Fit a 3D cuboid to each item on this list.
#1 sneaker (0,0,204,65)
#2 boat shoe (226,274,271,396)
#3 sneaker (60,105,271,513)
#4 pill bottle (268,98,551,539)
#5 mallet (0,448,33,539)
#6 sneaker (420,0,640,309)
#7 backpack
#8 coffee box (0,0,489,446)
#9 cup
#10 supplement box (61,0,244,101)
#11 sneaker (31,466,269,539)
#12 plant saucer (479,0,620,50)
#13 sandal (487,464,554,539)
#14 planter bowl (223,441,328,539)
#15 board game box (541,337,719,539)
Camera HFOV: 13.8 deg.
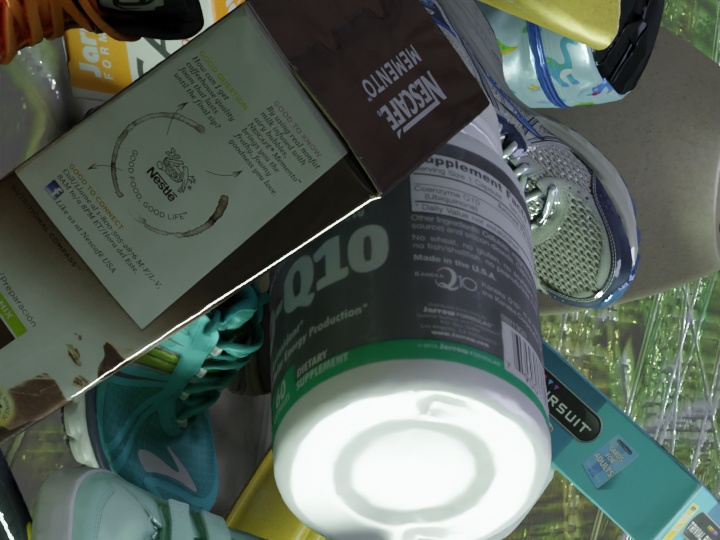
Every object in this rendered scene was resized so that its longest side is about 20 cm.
[{"bbox_3d":[-0.119,-0.095,1.001,0.200,0.112,0.078,-60,151,-45],"label":"sneaker"},{"bbox_3d":[0.000,0.000,1.434,0.200,0.073,0.075,-57,150,-48],"label":"boat shoe"},{"bbox_3d":[-0.078,0.027,1.222,0.078,0.079,0.200,-56,150,-50],"label":"sneaker"},{"bbox_3d":[0.018,0.010,1.249,0.200,0.113,0.113,-93,174,-45],"label":"pill bottle"},{"bbox_3d":[-0.126,0.117,1.200,0.066,0.041,0.200,-61,148,-46],"label":"mallet"},{"bbox_3d":[0.052,-0.058,1.439,0.077,0.200,0.085,-47,163,25],"label":"sneaker"},{"bbox_3d":[0.104,-0.181,1.572,0.163,0.153,0.200,55,26,-66],"label":"backpack"},{"bbox_3d":[-0.067,-0.025,1.047,0.080,0.200,0.113,55,29,-3],"label":"coffee box"},{"bbox_3d":[0.149,-0.062,1.719,0.200,0.143,0.201,10,90,-71],"label":"cup"},{"bbox_3d":[-0.053,-0.170,1.210,0.200,0.073,0.126,-59,151,-46],"label":"supplement box"},{"bbox_3d":[-0.049,0.122,1.197,0.200,0.118,0.074,38,52,-63],"label":"sneaker"},{"bbox_3d":[0.042,-0.214,1.346,0.048,0.200,0.200,-13,115,-32],"label":"plant saucer"},{"bbox_3d":[0.035,0.115,1.602,0.079,0.059,0.207,-56,157,12],"label":"sandal"},{"bbox_3d":[0.008,0.110,1.378,0.201,0.083,0.200,-52,169,-15],"label":"planter bowl"},{"bbox_3d":[0.113,0.081,1.605,0.047,0.200,0.151,-48,157,0],"label":"board game box"}]
